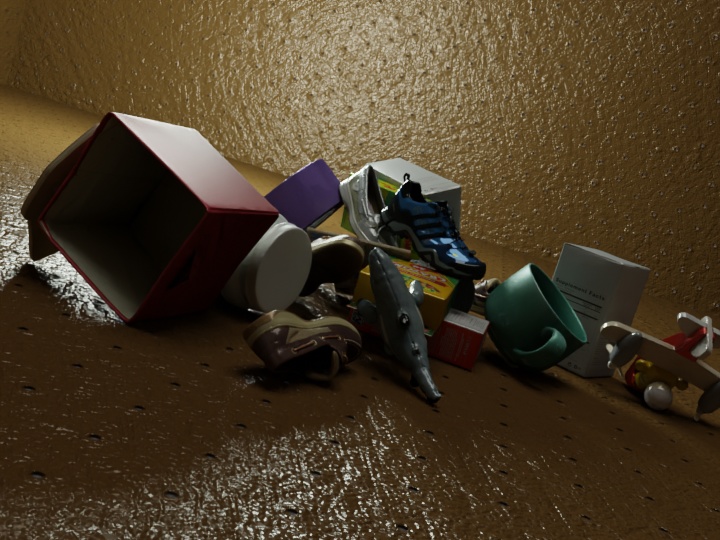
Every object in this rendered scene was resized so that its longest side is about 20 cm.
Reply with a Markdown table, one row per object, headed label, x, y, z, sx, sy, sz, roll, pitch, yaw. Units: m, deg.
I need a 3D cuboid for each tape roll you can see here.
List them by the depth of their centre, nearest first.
| label | x | y | z | sx | sy | sz | roll | pitch | yaw |
| --- | --- | --- | --- | --- | --- | --- | --- | --- | --- |
| tape roll | -0.119 | -0.102 | 1.511 | 0.085 | 0.199 | 0.200 | 52 | 11 | 0 |

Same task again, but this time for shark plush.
| label | x | y | z | sx | sy | sz | roll | pitch | yaw |
| --- | --- | --- | --- | --- | --- | --- | --- | --- | --- |
| shark plush | 0.045 | 0.073 | 1.066 | 0.090 | 0.202 | 0.084 | -7 | -30 | -1 |

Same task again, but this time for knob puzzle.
| label | x | y | z | sx | sy | sz | roll | pitch | yaw |
| --- | --- | --- | --- | --- | --- | --- | --- | --- | --- |
| knob puzzle | -0.336 | -0.114 | 1.074 | 0.030 | 0.220 | 0.219 | 47 | 20 | 18 |

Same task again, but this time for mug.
| label | x | y | z | sx | sy | sz | roll | pitch | yaw |
| --- | --- | --- | --- | --- | --- | --- | --- | --- | --- |
| mug | 0.259 | 0.082 | 1.337 | 0.153 | 0.114 | 0.185 | 58 | 21 | 15 |

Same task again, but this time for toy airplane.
| label | x | y | z | sx | sy | sz | roll | pitch | yaw |
| --- | --- | --- | --- | --- | --- | --- | --- | --- | --- |
| toy airplane | 0.495 | 0.154 | 1.364 | 0.198 | 0.142 | 0.199 | 7 | -31 | 37 |

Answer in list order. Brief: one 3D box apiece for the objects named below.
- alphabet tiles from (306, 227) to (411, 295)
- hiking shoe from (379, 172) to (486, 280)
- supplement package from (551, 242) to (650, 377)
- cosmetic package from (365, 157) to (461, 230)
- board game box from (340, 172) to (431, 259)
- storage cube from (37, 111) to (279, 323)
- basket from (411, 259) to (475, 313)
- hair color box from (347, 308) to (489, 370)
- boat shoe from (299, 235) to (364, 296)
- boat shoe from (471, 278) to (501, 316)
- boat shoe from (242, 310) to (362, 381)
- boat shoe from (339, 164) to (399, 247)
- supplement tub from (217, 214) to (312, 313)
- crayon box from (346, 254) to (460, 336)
| label | x | y | z | sx | sy | sz | roll | pitch | yaw |
| --- | --- | --- | --- | --- | --- | --- | --- | --- | --- |
| alphabet tiles | 0.000 | 0.000 | 1.394 | 0.165 | 0.008 | 0.201 | 13 | -27 | 9 |
| hiking shoe | 0.117 | -0.062 | 1.311 | 0.199 | 0.087 | 0.074 | 38 | 22 | 23 |
| supplement package | 0.397 | 0.068 | 1.491 | 0.119 | 0.202 | 0.121 | 25 | 11 | 39 |
| cosmetic package | 0.091 | -0.124 | 1.551 | 0.084 | 0.109 | 0.200 | -14 | 29 | -26 |
| board game box | 0.040 | -0.097 | 1.496 | 0.047 | 0.103 | 0.200 | 2 | 17 | -32 |
| storage cube | -0.238 | -0.061 | 1.040 | 0.200 | 0.171 | 0.179 | 43 | 16 | 14 |
| basket | 0.114 | 0.012 | 1.532 | 0.178 | 0.138 | 0.200 | -1 | 19 | -20 |
| hair color box | 0.089 | 0.080 | 1.295 | 0.198 | 0.062 | 0.101 | 20 | 11 | 11 |
| boat shoe | -0.054 | -0.022 | 1.271 | 0.072 | 0.073 | 0.200 | 32 | -30 | -17 |
| boat shoe | 0.248 | 0.050 | 1.617 | 0.071 | 0.073 | 0.200 | 11 | 10 | -29 |
| boat shoe | -0.052 | 0.096 | 0.975 | 0.072 | 0.072 | 0.200 | 57 | 17 | 26 |
| boat shoe | 0.023 | -0.093 | 1.416 | 0.074 | 0.065 | 0.203 | 32 | 26 | -40 |
| supplement tub | -0.181 | -0.031 | 1.199 | 0.199 | 0.142 | 0.140 | 22 | 11 | 29 |
| crayon box | 0.066 | 0.031 | 1.214 | 0.126 | 0.051 | 0.200 | 18 | 14 | 9 |
